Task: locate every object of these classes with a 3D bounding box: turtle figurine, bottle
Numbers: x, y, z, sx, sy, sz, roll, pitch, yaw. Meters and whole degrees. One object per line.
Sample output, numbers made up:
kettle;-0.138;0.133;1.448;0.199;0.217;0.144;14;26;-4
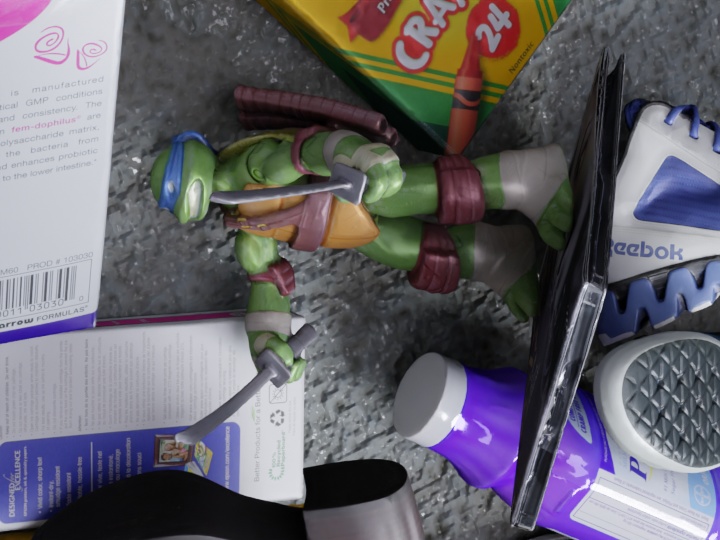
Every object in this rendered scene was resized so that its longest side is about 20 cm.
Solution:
turtle figurine;0.000;0.000;1.081;0.192;0.200;0.145;2;110;-13
bottle;0.109;0.100;1.220;0.199;0.084;0.065;25;117;-27

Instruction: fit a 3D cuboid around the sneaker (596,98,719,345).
sneaker;0.194;-0.050;1.209;0.198;0.081;0.116;-25;90;12

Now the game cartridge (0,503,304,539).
game cartridge;-0.087;0.206;1.118;0.198;0.032;0.178;-7;102;7

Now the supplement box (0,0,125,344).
supplement box;-0.168;-0.071;0.992;0.100;0.104;0.201;-10;138;-22

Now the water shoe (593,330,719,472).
water shoe;0.168;0.067;1.217;0.199;0.079;0.072;4;90;-50

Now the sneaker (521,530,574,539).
sneaker;0.070;0.208;1.218;0.199;0.083;0.072;-28;110;-19

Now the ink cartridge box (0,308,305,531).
ink cartridge box;-0.122;0.073;1.129;0.199;0.037;0.096;-4;101;-28

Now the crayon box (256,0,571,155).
crayon box;0.008;-0.166;1.143;0.200;0.051;0.127;40;81;-25

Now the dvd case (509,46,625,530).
dvd case;0.101;0.005;1.120;0.016;0.201;0.150;13;127;1

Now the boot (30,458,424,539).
boot;-0.050;0.191;1.082;0.187;0.069;0.202;-8;112;1
